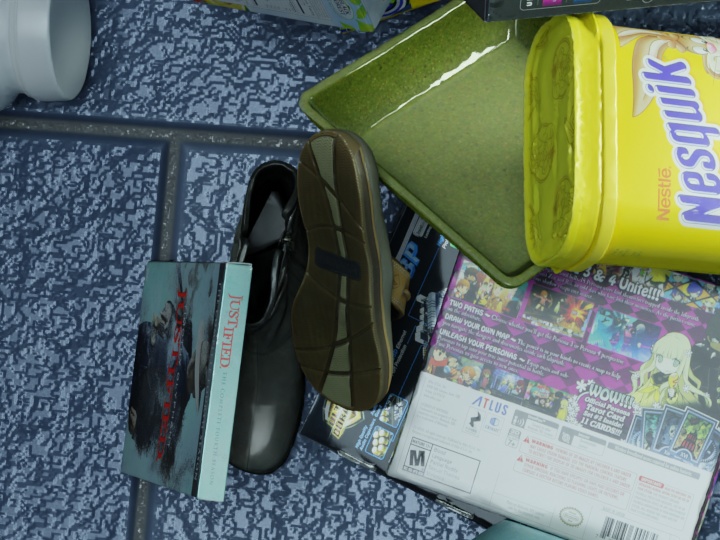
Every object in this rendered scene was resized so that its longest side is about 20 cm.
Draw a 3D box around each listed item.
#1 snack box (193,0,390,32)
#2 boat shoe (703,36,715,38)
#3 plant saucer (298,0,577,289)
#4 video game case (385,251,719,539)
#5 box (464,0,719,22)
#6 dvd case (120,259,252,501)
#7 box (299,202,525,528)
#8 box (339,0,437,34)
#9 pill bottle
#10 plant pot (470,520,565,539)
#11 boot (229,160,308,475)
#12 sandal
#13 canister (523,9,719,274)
[{"bbox_3d":[-0.014,-0.250,1.655,0.141,0.053,0.201,13,61,30],"label":"snack box"},{"bbox_3d":[0.254,-0.053,1.649,0.072,0.059,0.201,-27,78,42],"label":"boat shoe"},{"bbox_3d":[0.095,-0.082,1.636,0.199,0.048,0.200,-33,60,-27],"label":"plant saucer"},{"bbox_3d":[0.137,0.075,1.627,0.199,0.036,0.182,18,92,13],"label":"video game case"},{"bbox_3d":[0.142,-0.236,1.539,0.199,0.149,0.125,-7,120,-17],"label":"box"},{"bbox_3d":[-0.112,0.066,1.653,0.022,0.200,0.147,8,89,-20],"label":"dvd case"},{"bbox_3d":[0.073,0.051,1.685,0.158,0.046,0.201,24,92,11],"label":"box"},{"bbox_3d":[0.066,-0.227,1.682,0.199,0.064,0.070,-19,46,10],"label":"box"},{"bbox_3d":[-0.288,-0.161,1.733,0.198,0.116,0.117,2,87,12],"label":"pill bottle"},{"bbox_3d":[0.108,0.232,1.596,0.199,0.200,0.136,19,85,12],"label":"plant pot"},{"bbox_3d":[-0.069,0.032,1.669,0.067,0.131,0.202,7,88,4],"label":"boot"},{"bbox_3d":[0.000,0.000,1.619,0.080,0.054,0.201,25,128,39],"label":"sandal"},{"bbox_3d":[0.204,-0.069,1.544,0.199,0.087,0.150,5,75,-16],"label":"canister"}]
